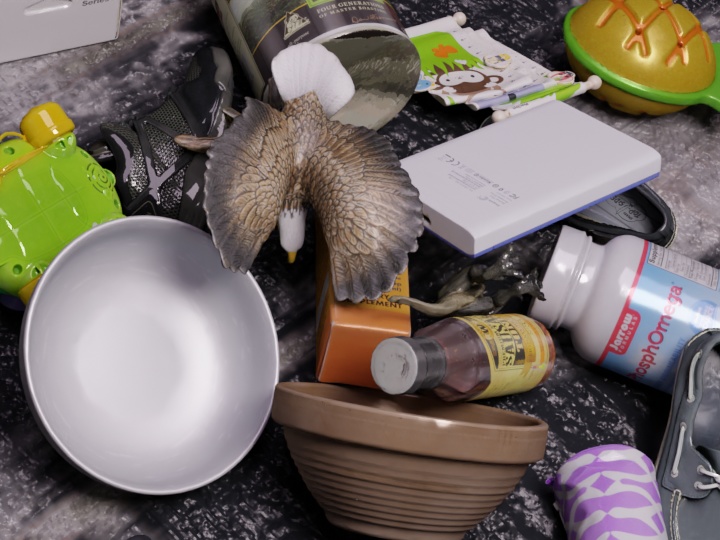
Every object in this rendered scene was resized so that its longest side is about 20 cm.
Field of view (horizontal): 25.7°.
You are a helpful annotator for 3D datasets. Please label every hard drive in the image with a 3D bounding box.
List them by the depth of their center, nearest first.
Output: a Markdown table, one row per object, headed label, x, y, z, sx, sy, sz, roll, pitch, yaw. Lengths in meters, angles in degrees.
| label | x | y | z | sx | sy | sz | roll | pitch | yaw |
| --- | --- | --- | --- | --- | --- | --- | --- | --- | --- |
| hard drive | 0.126 | -0.078 | 1.276 | 0.199 | 0.026 | 0.132 | -23 | 38 | -29 |

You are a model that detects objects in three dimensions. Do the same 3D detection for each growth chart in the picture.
| label | x | y | z | sx | sy | sz | roll | pitch | yaw |
| --- | --- | --- | --- | --- | --- | --- | --- | --- | --- |
| growth chart | 0.101 | -0.185 | 1.440 | 0.144 | 0.018 | 0.199 | -26 | 43 | -33 |

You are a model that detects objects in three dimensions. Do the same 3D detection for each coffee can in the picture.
| label | x | y | z | sx | sy | sz | roll | pitch | yaw |
| --- | --- | --- | --- | --- | --- | --- | --- | --- | --- |
| coffee can | -0.050 | -0.228 | 1.386 | 0.145 | 0.147 | 0.201 | -12 | 57 | -22 |

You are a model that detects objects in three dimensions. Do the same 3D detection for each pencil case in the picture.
| label | x | y | z | sx | sy | sz | roll | pitch | yaw |
| --- | --- | --- | --- | --- | --- | --- | --- | --- | --- |
| pencil case | 0.184 | 0.223 | 1.137 | 0.085 | 0.084 | 0.202 | -18 | 48 | 17 |

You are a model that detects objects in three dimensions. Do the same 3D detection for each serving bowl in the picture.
| label | x | y | z | sx | sy | sz | roll | pitch | yaw |
| --- | --- | --- | --- | --- | --- | --- | --- | --- | --- |
| serving bowl | -0.161 | 0.065 | 1.152 | 0.198 | 0.066 | 0.203 | 7 | 76 | -31 |

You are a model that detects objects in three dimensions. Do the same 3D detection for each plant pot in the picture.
| label | x | y | z | sx | sy | sz | roll | pitch | yaw |
| --- | --- | --- | --- | --- | --- | --- | --- | --- | --- |
| plant pot | 0.030 | 0.139 | 1.127 | 0.198 | 0.201 | 0.094 | 8 | 91 | -8 |

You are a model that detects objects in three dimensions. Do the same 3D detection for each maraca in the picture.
| label | x | y | z | sx | sy | sz | roll | pitch | yaw |
| --- | --- | --- | --- | --- | --- | --- | --- | --- | --- |
| maraca | 0.281 | -0.197 | 1.471 | 0.198 | 0.108 | 0.138 | 15 | 44 | -8 |

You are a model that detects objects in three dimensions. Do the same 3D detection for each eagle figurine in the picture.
| label | x | y | z | sx | sy | sz | roll | pitch | yaw |
| --- | --- | --- | --- | --- | --- | --- | --- | --- | --- |
| eagle figurine | -0.046 | -0.068 | 1.195 | 0.151 | 0.152 | 0.200 | -30 | 23 | 0 |

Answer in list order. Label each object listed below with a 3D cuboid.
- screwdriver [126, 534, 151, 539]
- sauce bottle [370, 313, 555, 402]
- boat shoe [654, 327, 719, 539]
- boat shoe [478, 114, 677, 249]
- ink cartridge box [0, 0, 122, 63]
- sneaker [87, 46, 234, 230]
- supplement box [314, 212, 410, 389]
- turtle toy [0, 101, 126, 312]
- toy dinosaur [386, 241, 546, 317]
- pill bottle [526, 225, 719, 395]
| label | x | y | z | sx | sy | sz | roll | pitch | yaw |
| --- | --- | --- | --- | --- | --- | --- | --- | --- | --- |
| screwdriver | -0.131 | 0.266 | 1.052 | 0.029 | 0.028 | 0.201 | 18 | 40 | -38 |
| sauce bottle | 0.078 | 0.067 | 1.182 | 0.066 | 0.066 | 0.199 | 46 | 24 | 22 |
| boat shoe | 0.260 | 0.142 | 1.178 | 0.072 | 0.062 | 0.203 | 7 | 83 | 1 |
| boat shoe | 0.187 | -0.079 | 1.367 | 0.199 | 0.066 | 0.075 | 39 | 93 | 10 |
| ink cartridge box | -0.314 | -0.287 | 1.405 | 0.144 | 0.084 | 0.201 | -16 | 58 | -24 |
| sneaker | -0.168 | -0.119 | 1.316 | 0.113 | 0.076 | 0.201 | 16 | 56 | -10 |
| supplement box | 0.000 | 0.000 | 1.254 | 0.066 | 0.069 | 0.201 | 7 | 39 | -8 |
| turtle toy | -0.266 | -0.026 | 1.200 | 0.199 | 0.101 | 0.147 | -34 | 93 | -34 |
| toy dinosaur | 0.090 | 0.015 | 1.215 | 0.087 | 0.200 | 0.048 | -19 | 85 | 16 |
| pill bottle | 0.241 | 0.038 | 1.275 | 0.198 | 0.109 | 0.109 | 21 | 50 | 4 |
